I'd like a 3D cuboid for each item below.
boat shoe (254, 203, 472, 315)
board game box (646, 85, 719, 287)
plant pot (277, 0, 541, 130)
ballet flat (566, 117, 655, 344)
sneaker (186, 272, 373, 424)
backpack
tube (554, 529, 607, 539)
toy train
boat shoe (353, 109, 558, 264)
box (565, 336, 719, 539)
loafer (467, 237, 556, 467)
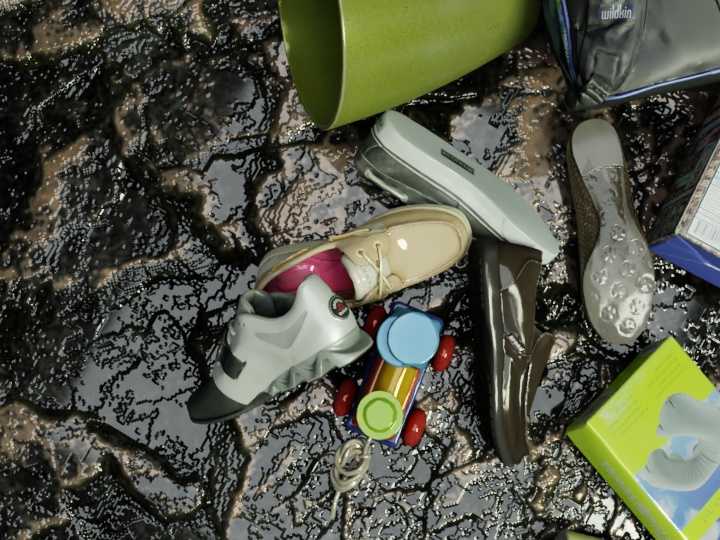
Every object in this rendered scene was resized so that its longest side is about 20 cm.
[{"bbox_3d":[0.000,0.000,0.771,0.197,0.069,0.075,-17,110,14],"label":"boat shoe"},{"bbox_3d":[0.368,-0.078,0.777,0.158,0.097,0.202,28,86,3],"label":"board game box"},{"bbox_3d":[0.047,-0.230,0.768,0.197,0.187,0.190,-12,85,-16],"label":"plant pot"},{"bbox_3d":[0.219,-0.036,0.808,0.066,0.046,0.203,-11,90,3],"label":"ballet flat"},{"bbox_3d":[-0.085,0.063,0.754,0.199,0.074,0.089,-30,95,31],"label":"sneaker"},{"bbox_3d":[0.230,-0.243,0.721,0.180,0.147,0.203,-13,94,8],"label":"backpack"},{"bbox_3d":[0.264,0.274,0.777,0.197,0.052,0.059,17,115,-2],"label":"tube"},{"bbox_3d":[0.015,0.125,0.758,0.084,0.116,0.202,22,86,3],"label":"toy train"},{"bbox_3d":[0.086,-0.062,0.803,0.199,0.071,0.064,36,119,-4],"label":"boat shoe"},{"bbox_3d":[0.285,0.174,0.769,0.122,0.048,0.201,-38,85,-21],"label":"box"},{"bbox_3d":[0.135,0.071,0.767,0.070,0.073,0.203,-6,104,-4],"label":"loafer"}]
